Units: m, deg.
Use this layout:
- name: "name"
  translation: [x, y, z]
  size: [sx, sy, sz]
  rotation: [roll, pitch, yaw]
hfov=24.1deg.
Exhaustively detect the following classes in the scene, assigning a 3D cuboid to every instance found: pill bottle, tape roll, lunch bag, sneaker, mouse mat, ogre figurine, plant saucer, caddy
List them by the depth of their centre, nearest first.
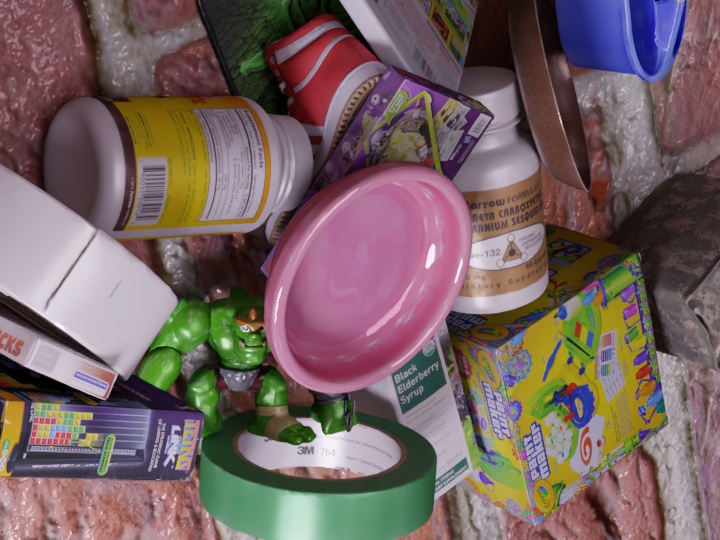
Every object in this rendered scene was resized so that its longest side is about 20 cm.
- name: "tape roll"
  translation: [-0.229, -0.005, 1.197]
  size: [0.202, 0.202, 0.071]
  rotation: [44, 76, -39]
- name: "pill bottle"
  translation: [-0.137, -0.081, 1.310]
  size: [0.199, 0.109, 0.110]
  rotation: [-5, 107, -39]
- name: "plant saucer"
  translation: [0.000, 0.000, 1.347]
  size: [0.199, 0.051, 0.202]
  rotation: [-24, 132, -30]
- name: "ogre figurine"
  translation: [-0.101, 0.079, 1.399]
  size: [0.198, 0.098, 0.121]
  rotation: [3, 98, 5]
- name: "sneaker"
  translation: [-0.044, -0.119, 1.406]
  size: [0.071, 0.113, 0.201]
  rotation: [-6, 139, -41]
- name: "tape roll"
  translation: [-0.036, 0.169, 1.413]
  size: [0.199, 0.200, 0.049]
  rotation: [-9, 110, -37]
- name: "mouse mat"
  translation: [-0.038, -0.213, 1.419]
  size: [0.200, 0.007, 0.162]
  rotation: [-39, 125, -25]
- name: "pill bottle"
  translation: [0.106, -0.073, 1.511]
  size: [0.114, 0.114, 0.202]
  rotation: [-23, 117, -32]
- name: "plant saucer"
  translation: [0.168, -0.166, 1.520]
  size: [0.200, 0.034, 0.202]
  rotation: [-14, 90, -76]
- name: "caddy"
  translation: [0.250, -0.273, 1.547]
  size: [0.141, 0.104, 0.202]
  rotation: [-42, 129, -48]
- name: "lunch bag"
  translation: [0.349, -0.013, 1.698]
  size: [0.200, 0.163, 0.118]
  rotation: [-44, 121, -20]

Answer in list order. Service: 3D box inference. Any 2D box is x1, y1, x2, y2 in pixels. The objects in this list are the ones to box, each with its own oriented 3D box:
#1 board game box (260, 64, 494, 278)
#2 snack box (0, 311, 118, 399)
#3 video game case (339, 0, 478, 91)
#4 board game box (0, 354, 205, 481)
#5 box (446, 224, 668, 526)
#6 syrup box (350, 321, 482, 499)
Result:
- name: "board game box"
  translation: [0.014, -0.064, 1.376]
  size: [0.120, 0.032, 0.201]
  rotation: [12, 117, -52]
- name: "snack box"
  translation: [-0.252, 0.044, 1.193]
  size: [0.072, 0.199, 0.025]
  rotation: [28, 84, -41]
- name: "video game case"
  translation: [0.036, -0.245, 1.402]
  size: [0.200, 0.023, 0.183]
  rotation: [52, 38, -37]
- name: "board game box"
  translation: [-0.236, 0.096, 1.224]
  size: [0.164, 0.199, 0.057]
  rotation: [6, 99, -41]
- name: "box"
  translation: [0.177, 0.097, 1.618]
  size: [0.192, 0.122, 0.202]
  rotation: [-31, 122, -29]
- name: "syrup box"
  translation: [0.038, 0.106, 1.534]
  size: [0.078, 0.081, 0.202]
  rotation: [-33, 124, -29]
